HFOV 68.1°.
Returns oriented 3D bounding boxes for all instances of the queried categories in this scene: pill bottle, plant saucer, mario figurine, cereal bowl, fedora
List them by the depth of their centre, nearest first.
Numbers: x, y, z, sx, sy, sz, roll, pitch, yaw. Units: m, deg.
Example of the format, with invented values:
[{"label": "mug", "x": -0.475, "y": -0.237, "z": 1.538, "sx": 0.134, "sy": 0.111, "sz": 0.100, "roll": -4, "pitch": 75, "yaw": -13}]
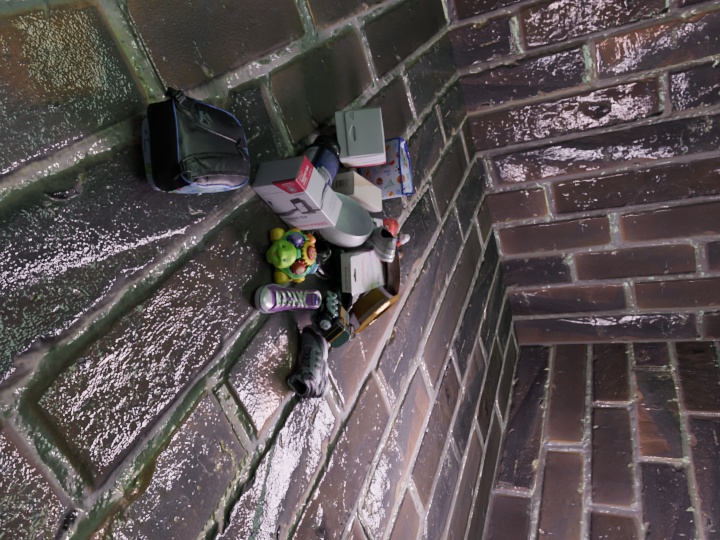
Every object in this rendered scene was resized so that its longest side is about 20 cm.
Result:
[{"label": "pill bottle", "x": -0.123, "y": -0.290, "z": 1.513, "sx": 0.112, "sy": 0.111, "sz": 0.201, "roll": 59, "pitch": 38, "yaw": -39}, {"label": "cereal bowl", "x": -0.065, "y": -0.139, "z": 1.567, "sx": 0.198, "sy": 0.084, "sz": 0.201, "roll": 21, "pitch": 36, "yaw": -16}, {"label": "fedora", "x": 0.031, "y": 0.112, "z": 1.641, "sx": 0.082, "sy": 0.200, "sz": 0.200, "roll": 51, "pitch": 28, "yaw": 9}, {"label": "plant saucer", "x": 0.089, "y": -0.013, "z": 1.698, "sx": 0.200, "sy": 0.036, "sz": 0.203, "roll": 176, "pitch": -90, "yaw": -83}, {"label": "mario figurine", "x": 0.115, "y": -0.123, "z": 1.898, "sx": 0.201, "sy": 0.122, "sz": 0.107, "roll": 75, "pitch": 13, "yaw": -60}]

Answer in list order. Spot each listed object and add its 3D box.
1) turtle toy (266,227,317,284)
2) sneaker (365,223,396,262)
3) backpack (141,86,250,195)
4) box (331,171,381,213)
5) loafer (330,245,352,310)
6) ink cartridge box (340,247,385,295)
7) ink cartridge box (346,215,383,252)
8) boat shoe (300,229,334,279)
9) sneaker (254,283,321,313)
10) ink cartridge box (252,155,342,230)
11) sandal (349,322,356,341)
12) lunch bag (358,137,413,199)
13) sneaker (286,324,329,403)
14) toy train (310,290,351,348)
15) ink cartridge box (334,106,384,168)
[{"label": "turtle toy", "x": -0.176, "y": -0.040, "z": 1.377, "sx": 0.199, "sy": 0.100, "sz": 0.148, "roll": -6, "pitch": 90, "yaw": -62}, {"label": "sneaker", "x": 0.064, "y": -0.104, "z": 1.600, "sx": 0.074, "sy": 0.200, "sz": 0.083, "roll": 11, "pitch": 116, "yaw": -31}, {"label": "backpack", "x": -0.330, "y": -0.243, "z": 1.070, "sx": 0.199, "sy": 0.146, "sz": 0.186, "roll": -6, "pitch": 90, "yaw": -59}, {"label": "box", "x": -0.012, "y": -0.249, "z": 1.738, "sx": 0.199, "sy": 0.094, "sz": 0.079, "roll": 20, "pitch": 67, "yaw": -62}, {"label": "loafer", "x": -0.053, "y": 0.023, "z": 1.621, "sx": 0.070, "sy": 0.067, "sz": 0.203, "roll": -166, "pitch": -109, "yaw": -78}, {"label": "ink cartridge box", "x": 0.000, "y": 0.000, "z": 1.587, "sx": 0.199, "sy": 0.067, "sz": 0.118, "roll": -15, "pitch": 105, "yaw": -59}, {"label": "ink cartridge box", "x": 0.003, "y": -0.100, "z": 1.748, "sx": 0.199, "sy": 0.082, "sz": 0.149, "roll": -4, "pitch": 89, "yaw": -62}, {"label": "boat shoe", "x": -0.118, "y": -0.046, "z": 1.529, "sx": 0.201, "sy": 0.067, "sz": 0.072, "roll": 61, "pitch": 36, "yaw": -41}, {"label": "sneaker", "x": -0.173, "y": 0.068, "z": 1.353, "sx": 0.200, "sy": 0.113, "sz": 0.074, "roll": 2, "pitch": 85, "yaw": -61}, {"label": "ink cartridge box", "x": -0.160, "y": -0.194, "z": 1.386, "sx": 0.200, "sy": 0.144, "sz": 0.084, "roll": 49, "pitch": 46, "yaw": -47}, {"label": "sandal", "x": -0.055, "y": 0.182, "z": 1.617, "sx": 0.200, "sy": 0.054, "sz": 0.083, "roll": 28, "pitch": 61, "yaw": -58}, {"label": "lunch bag", "x": 0.087, "y": -0.352, "z": 1.863, "sx": 0.124, "sy": 0.168, "sz": 0.203, "roll": -23, "pitch": 105, "yaw": -64}, {"label": "sneaker", "x": -0.142, "y": 0.250, "z": 1.418, "sx": 0.113, "sy": 0.075, "sz": 0.203, "roll": -9, "pitch": 91, "yaw": -60}, {"label": "toy train", "x": -0.078, "y": 0.134, "z": 1.480, "sx": 0.114, "sy": 0.085, "sz": 0.200, "roll": 49, "pitch": 9, "yaw": -13}, {"label": "ink cartridge box", "x": 0.003, "y": -0.413, "z": 1.674, "sx": 0.200, "sy": 0.143, "sz": 0.147, "roll": -44, "pitch": 128, "yaw": -84}]
